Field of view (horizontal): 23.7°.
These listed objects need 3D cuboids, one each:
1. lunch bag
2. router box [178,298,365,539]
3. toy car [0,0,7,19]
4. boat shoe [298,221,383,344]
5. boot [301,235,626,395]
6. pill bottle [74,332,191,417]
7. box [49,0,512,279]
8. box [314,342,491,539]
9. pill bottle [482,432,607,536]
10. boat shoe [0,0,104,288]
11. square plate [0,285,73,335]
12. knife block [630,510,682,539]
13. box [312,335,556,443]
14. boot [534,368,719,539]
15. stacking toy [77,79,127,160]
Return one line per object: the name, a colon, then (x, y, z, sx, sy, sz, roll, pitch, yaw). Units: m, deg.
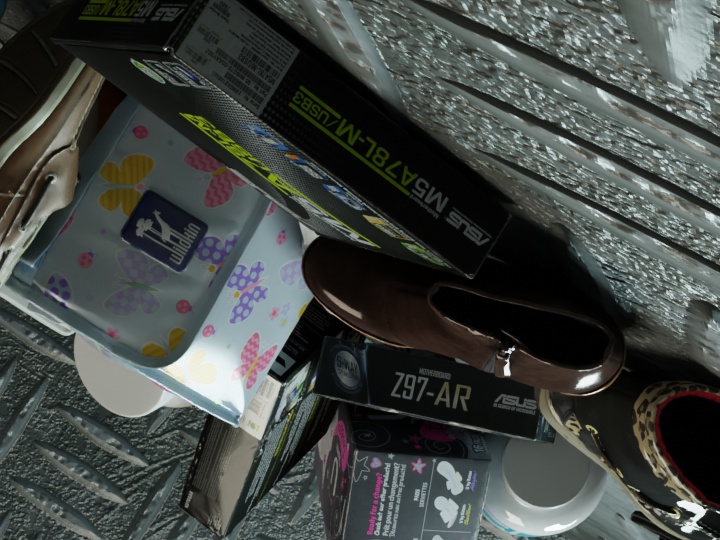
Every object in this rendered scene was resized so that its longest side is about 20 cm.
lunch bag: (-0.118, -0.013, 1.109, 0.127, 0.170, 0.200, 26, 170, 39)
router box: (-0.060, 0.095, 1.310, 0.051, 0.149, 0.200, 35, 135, 13)
toy car: (-0.358, -0.157, 1.041, 0.184, 0.200, 0.177, 28, 172, 30)
boat shoe: (0.000, 0.000, 1.111, 0.073, 0.067, 0.200, 28, 171, 30)
boot: (0.050, 0.013, 0.936, 0.200, 0.072, 0.166, 19, 177, 11)
pill bottle: (-0.124, 0.037, 1.314, 0.112, 0.113, 0.200, 29, -149, 20)
box: (-0.046, -0.076, 0.882, 0.200, 0.048, 0.193, 36, 170, -27)
box: (0.029, 0.157, 1.427, 0.115, 0.132, 0.200, 4, -157, -9)
pill bottle: (0.148, 0.168, 1.441, 0.111, 0.111, 0.200, 31, 173, 6)
boat shoe: (-0.201, -0.068, 1.013, 0.068, 0.200, 0.072, 32, -172, -43)
square plate: (-0.226, -0.060, 1.285, 0.198, 0.200, 0.028, 38, -158, -35)
knife block: (0.288, 0.176, 1.166, 0.200, 0.176, 0.064, -26, 139, 26)
box: (0.063, 0.091, 1.260, 0.160, 0.044, 0.200, 11, 176, 12)
boot: (0.210, 0.119, 1.029, 0.200, 0.073, 0.151, 40, 171, -14)
stacking toy: (-0.164, -0.072, 1.206, 0.200, 0.146, 0.146, 16, -175, -43)
